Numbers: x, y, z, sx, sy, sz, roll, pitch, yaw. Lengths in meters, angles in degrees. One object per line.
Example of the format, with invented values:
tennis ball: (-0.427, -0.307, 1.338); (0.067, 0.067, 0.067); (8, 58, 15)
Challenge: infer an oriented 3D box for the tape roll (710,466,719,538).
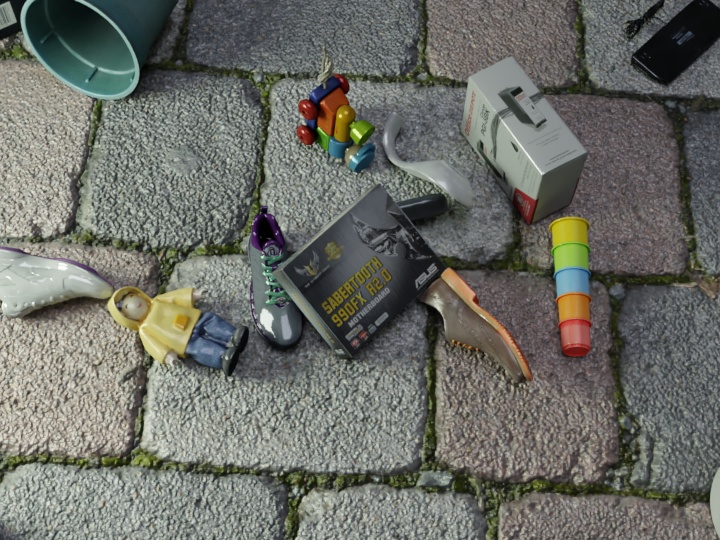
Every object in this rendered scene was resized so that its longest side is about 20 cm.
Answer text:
tape roll: (0.565, 0.290, 1.389); (0.202, 0.139, 0.204); (1, 62, -1)

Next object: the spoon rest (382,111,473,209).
spoon rest: (0.098, -0.156, 1.646); (0.061, 0.099, 0.200); (-48, 58, 12)

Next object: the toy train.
toy train: (-0.025, -0.232, 1.611); (0.116, 0.200, 0.085); (43, 68, 14)

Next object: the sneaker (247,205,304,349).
sneaker: (-0.127, 0.010, 1.538); (0.074, 0.088, 0.201); (-12, 63, -9)

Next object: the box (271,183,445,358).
box: (0.000, 0.000, 1.534); (0.200, 0.048, 0.159); (-41, 100, -22)

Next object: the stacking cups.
stacking cups: (0.309, 0.023, 1.567); (0.060, 0.061, 0.201); (0, 64, -2)

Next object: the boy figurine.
boy figurine: (-0.254, 0.072, 1.515); (0.199, 0.064, 0.125); (24, 66, 6)

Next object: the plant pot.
plant pot: (-0.388, -0.407, 1.701); (0.199, 0.201, 0.197); (21, 55, 9)

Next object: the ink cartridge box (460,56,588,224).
ink cartridge box: (0.238, -0.193, 1.629); (0.083, 0.147, 0.200); (-26, 65, -13)

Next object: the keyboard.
keyboard: (0.519, -0.399, 1.823); (0.200, 0.021, 0.127); (-41, 76, -22)

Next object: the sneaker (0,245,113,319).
sneaker: (-0.447, 0.027, 1.537); (0.199, 0.075, 0.100); (10, 80, 3)

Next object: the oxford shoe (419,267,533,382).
oxford shoe: (0.163, 0.090, 1.529); (0.073, 0.071, 0.200); (-40, 65, 0)

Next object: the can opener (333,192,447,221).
can opener: (0.034, -0.068, 1.616); (0.199, 0.053, 0.067); (-19, 99, -10)

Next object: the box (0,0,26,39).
box: (-0.633, -0.472, 1.763); (0.148, 0.107, 0.200); (-30, 66, -16)
